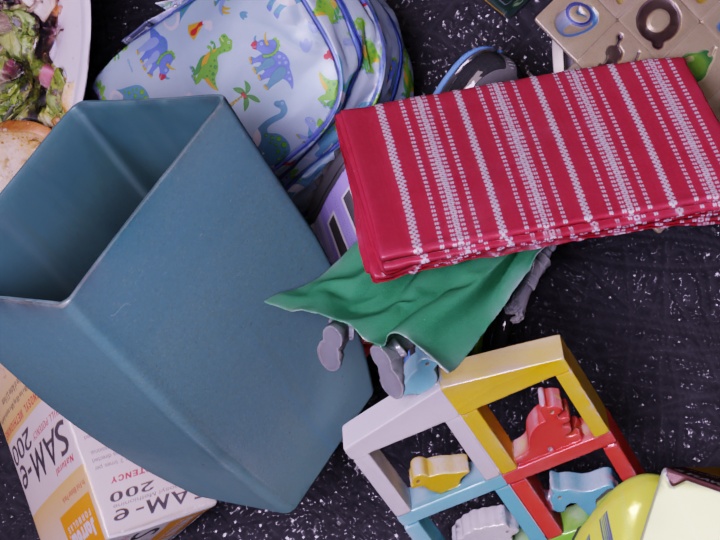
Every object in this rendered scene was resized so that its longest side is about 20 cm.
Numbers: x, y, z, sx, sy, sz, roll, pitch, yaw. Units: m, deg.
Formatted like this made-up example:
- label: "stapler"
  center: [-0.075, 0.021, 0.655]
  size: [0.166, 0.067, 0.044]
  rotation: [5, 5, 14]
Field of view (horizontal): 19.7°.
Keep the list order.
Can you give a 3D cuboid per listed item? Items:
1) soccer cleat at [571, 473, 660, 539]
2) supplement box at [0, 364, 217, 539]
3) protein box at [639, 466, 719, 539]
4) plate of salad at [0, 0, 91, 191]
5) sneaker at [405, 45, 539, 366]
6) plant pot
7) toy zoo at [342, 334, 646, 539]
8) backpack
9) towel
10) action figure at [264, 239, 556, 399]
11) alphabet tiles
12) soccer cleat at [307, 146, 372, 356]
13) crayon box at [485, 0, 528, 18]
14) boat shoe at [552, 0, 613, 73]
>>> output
- label: "soccer cleat"
  center: [0.133, 0.206, 1.118]
  size: [0.064, 0.084, 0.201]
  rotation: [15, 109, -18]
- label: "supplement box"
  center: [-0.167, 0.071, 1.228]
  size: [0.073, 0.126, 0.201]
  rotation: [-15, 75, -27]
- label: "protein box"
  center: [0.204, 0.213, 1.048]
  size: [0.134, 0.200, 0.200]
  rotation: [18, 91, 20]
- label: "plate of salad"
  center: [-0.216, -0.123, 1.263]
  size: [0.200, 0.048, 0.202]
  rotation: [-17, 70, 56]
- label: "sneaker"
  center: [0.073, -0.025, 1.174]
  size: [0.082, 0.070, 0.202]
  rotation: [10, 94, 56]
- label: "plant pot"
  center: [-0.095, 0.030, 1.100]
  size: [0.141, 0.200, 0.142]
  rotation: [3, 49, 49]
- label: "toy zoo"
  center: [0.079, 0.109, 1.121]
  size: [0.130, 0.200, 0.021]
  rotation: [-23, 38, 15]
- label: "backpack"
  center: [-0.064, -0.096, 1.216]
  size: [0.199, 0.154, 0.164]
  rotation: [-27, 71, 4]
- label: "towel"
  center: [0.090, -0.056, 1.074]
  size: [0.198, 0.023, 0.145]
  rotation: [-10, 38, -4]
- label: "action figure"
  center: [0.059, -0.010, 1.084]
  size: [0.118, 0.200, 0.055]
  rotation: [24, 136, 32]
- label: "alphabet tiles"
  center: [0.199, -0.125, 1.143]
  size: [0.200, 0.006, 0.166]
  rotation: [-45, 89, -5]
- label: "soccer cleat"
  center: [0.000, 0.000, 1.192]
  size: [0.073, 0.068, 0.201]
  rotation: [35, 116, 24]
- label: "crayon box"
  center: [0.027, -0.247, 1.194]
  size: [0.052, 0.126, 0.200]
  rotation: [-41, 73, 11]
- label: "boat shoe"
  center: [0.146, -0.142, 1.171]
  size: [0.062, 0.073, 0.202]
  rotation: [-6, 78, 22]
